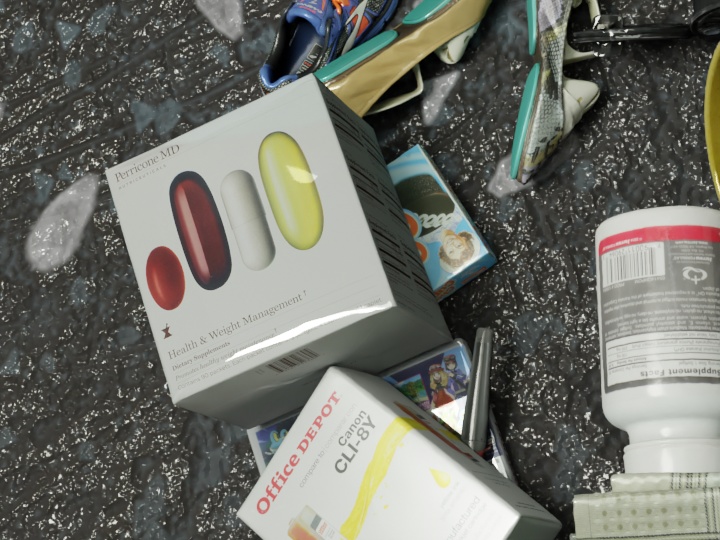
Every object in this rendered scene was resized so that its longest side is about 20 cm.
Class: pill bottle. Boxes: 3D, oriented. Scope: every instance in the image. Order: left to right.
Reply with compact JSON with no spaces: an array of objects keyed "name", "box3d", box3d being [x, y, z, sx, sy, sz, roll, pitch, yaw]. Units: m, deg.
[{"name":"pill bottle","box3d":[0.234,0.061,1.234,0.111,0.111,0.200,-5,75,18]}]

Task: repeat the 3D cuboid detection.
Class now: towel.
[{"name":"towel","box3d":[0.253,0.234,1.177,0.200,0.035,0.193,-5,105,9]}]

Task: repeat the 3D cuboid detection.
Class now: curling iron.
[{"name":"curling iron","box3d":[0.096,0.144,1.281,0.050,0.026,0.200,-5,76,26]}]

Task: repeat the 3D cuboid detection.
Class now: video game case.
[{"name":"video game case","box3d":[0.023,0.174,1.328,0.200,0.023,0.182,-24,70,14]}]

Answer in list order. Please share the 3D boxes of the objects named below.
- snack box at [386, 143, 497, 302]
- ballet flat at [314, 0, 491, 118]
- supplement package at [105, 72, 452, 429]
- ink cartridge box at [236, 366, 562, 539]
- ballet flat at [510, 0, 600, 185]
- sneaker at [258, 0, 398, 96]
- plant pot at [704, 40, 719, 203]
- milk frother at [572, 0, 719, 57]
[{"name":"snack box","box3d":[0.000,0.000,1.371,0.200,0.037,0.116,-35,68,8]},{"name":"ballet flat","box3d":[0.047,-0.186,1.391,0.200,0.069,0.063,-35,109,-4]},{"name":"supplement package","box3d":[-0.064,-0.010,1.296,0.191,0.147,0.200,-24,70,13]},{"name":"ink cartridge box","box3d":[0.025,0.187,1.247,0.200,0.083,0.145,37,98,31]},{"name":"ballet flat","box3d":[0.163,-0.166,1.343,0.072,0.072,0.201,2,78,20]},{"name":"sneaker","box3d":[-0.025,-0.217,1.413,0.075,0.078,0.200,22,85,22]},{"name":"plant pot","box3d":[0.359,-0.096,1.203,0.142,0.200,0.200,-13,70,-12]},{"name":"milk frother","box3d":[0.261,-0.265,1.263,0.200,0.181,0.188,-1,79,6]}]
